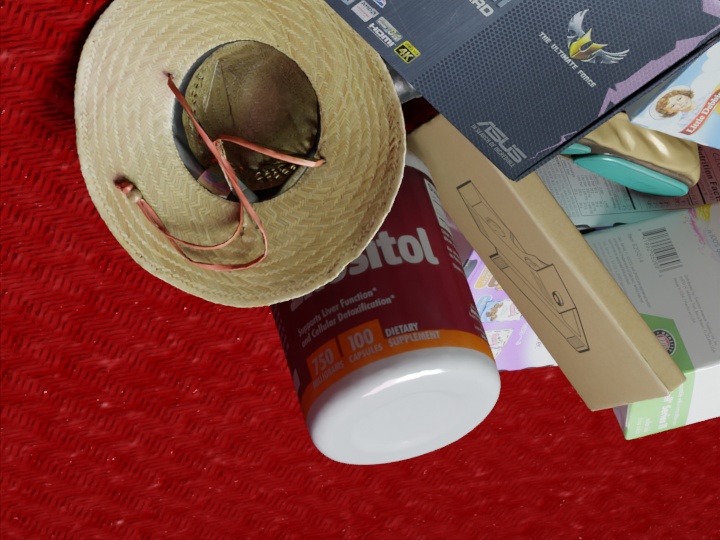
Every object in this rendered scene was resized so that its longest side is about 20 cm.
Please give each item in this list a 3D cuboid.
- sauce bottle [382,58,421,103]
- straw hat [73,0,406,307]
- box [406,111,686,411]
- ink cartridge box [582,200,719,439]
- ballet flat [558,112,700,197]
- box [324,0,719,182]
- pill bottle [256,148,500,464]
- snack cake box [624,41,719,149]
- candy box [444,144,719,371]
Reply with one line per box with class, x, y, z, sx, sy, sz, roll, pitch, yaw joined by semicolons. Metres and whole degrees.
sauce bottle;0.079;-0.140;1.628;0.200;0.066;0.066;-23;152;12
straw hat;-0.057;-0.088;1.605;0.201;0.201;0.085;-36;-171;29
box;0.100;-0.009;1.679;0.021;0.200;0.163;-36;-178;-11
ink cartridge box;0.238;0.018;1.797;0.199;0.117;0.067;-14;146;-10
ballet flat;0.129;-0.092;1.753;0.069;0.063;0.200;1;171;43
box;0.072;-0.159;1.501;0.158;0.051;0.200;-35;116;27
pill bottle;0.000;0.000;1.680;0.113;0.200;0.113;-14;152;-8
snack cake box;0.234;-0.151;1.564;0.115;0.067;0.200;11;136;-38
candy box;0.128;-0.009;1.879;0.200;0.072;0.168;-5;148;-24
